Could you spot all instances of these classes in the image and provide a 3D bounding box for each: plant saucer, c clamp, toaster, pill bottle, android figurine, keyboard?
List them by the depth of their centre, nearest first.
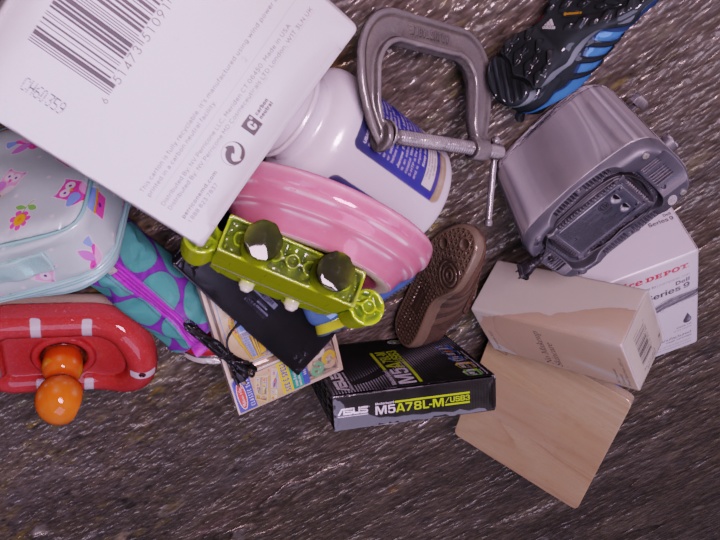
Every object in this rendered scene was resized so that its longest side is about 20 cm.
[{"bbox_3d":[-0.069,0.002,0.699,0.179,0.042,0.200,23,167,-12],"label":"android figurine"},{"bbox_3d":[-0.035,-0.030,0.716,0.197,0.052,0.201,21,170,4],"label":"plant saucer"},{"bbox_3d":[0.069,-0.138,0.722,0.197,0.175,0.027,7,179,-42],"label":"c clamp"},{"bbox_3d":[-0.019,-0.112,0.744,0.119,0.121,0.199,-39,133,24],"label":"pill bottle"},{"bbox_3d":[-0.117,0.042,0.832,0.127,0.021,0.200,-46,123,-4],"label":"keyboard"},{"bbox_3d":[0.225,-0.091,0.836,0.113,0.131,0.200,26,123,-36],"label":"toaster"}]

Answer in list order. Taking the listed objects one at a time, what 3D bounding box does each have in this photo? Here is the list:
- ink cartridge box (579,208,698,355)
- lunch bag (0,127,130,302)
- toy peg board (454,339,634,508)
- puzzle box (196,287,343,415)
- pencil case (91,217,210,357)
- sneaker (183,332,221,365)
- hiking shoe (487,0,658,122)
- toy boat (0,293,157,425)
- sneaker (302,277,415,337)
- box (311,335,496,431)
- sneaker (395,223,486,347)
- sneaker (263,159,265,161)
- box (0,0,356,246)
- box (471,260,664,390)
[{"bbox_3d":[0.347,0.031,1.038,0.143,0.085,0.201,-21,138,6],"label":"ink cartridge box"},{"bbox_3d":[-0.297,-0.044,0.688,0.196,0.163,0.078,-12,141,9],"label":"lunch bag"},{"bbox_3d":[0.259,0.181,1.122,0.098,0.198,0.202,-35,147,-50],"label":"toy peg board"},{"bbox_3d":[-0.099,0.045,0.869,0.131,0.025,0.203,-21,118,-16],"label":"puzzle box"},{"bbox_3d":[-0.228,0.007,0.827,0.085,0.093,0.200,-40,137,2],"label":"pencil case"},{"bbox_3d":[-0.116,0.037,0.921,0.197,0.077,0.086,-22,128,-9],"label":"sneaker"},{"bbox_3d":[0.206,-0.224,0.748,0.199,0.075,0.086,-37,159,20],"label":"hiking shoe"},{"bbox_3d":[-0.320,0.106,0.874,0.196,0.132,0.132,-1,137,-16],"label":"toy boat"},{"bbox_3d":[0.000,0.000,0.870,0.065,0.080,0.199,-21,-175,34],"label":"sneaker"},{"bbox_3d":[0.041,0.128,0.974,0.189,0.200,0.049,-3,100,-11],"label":"box"},{"bbox_3d":[0.108,0.015,0.975,0.074,0.071,0.201,-8,146,-34],"label":"sneaker"},{"bbox_3d":[-0.171,-0.109,0.737,0.198,0.068,0.090,26,119,-41],"label":"sneaker"},{"bbox_3d":[-0.145,-0.165,0.583,0.199,0.131,0.200,33,102,-30],"label":"box"},{"bbox_3d":[0.239,0.060,0.948,0.078,0.198,0.095,-55,132,-22],"label":"box"}]
